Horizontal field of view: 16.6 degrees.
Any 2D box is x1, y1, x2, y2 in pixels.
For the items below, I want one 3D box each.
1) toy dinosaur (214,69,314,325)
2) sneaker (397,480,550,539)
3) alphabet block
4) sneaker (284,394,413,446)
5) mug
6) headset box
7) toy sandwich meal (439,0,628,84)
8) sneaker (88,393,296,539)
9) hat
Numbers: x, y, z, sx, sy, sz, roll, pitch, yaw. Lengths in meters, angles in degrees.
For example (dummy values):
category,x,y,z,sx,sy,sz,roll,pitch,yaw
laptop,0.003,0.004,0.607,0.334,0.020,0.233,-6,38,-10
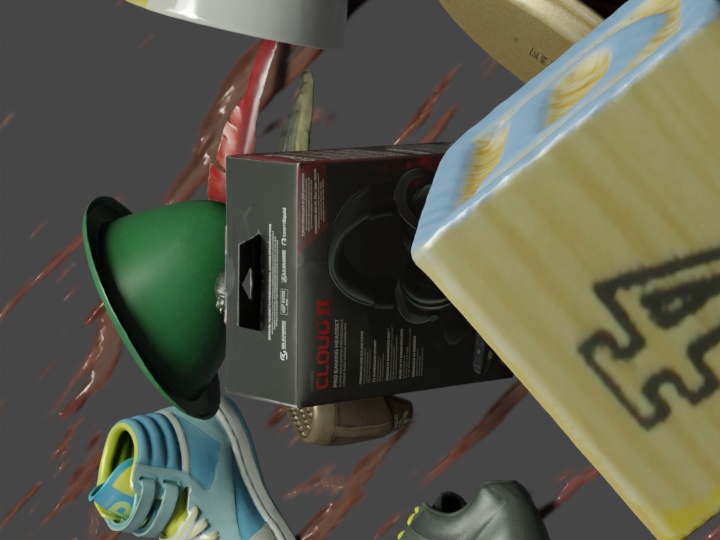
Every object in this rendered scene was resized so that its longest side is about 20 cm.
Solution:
category,x,y,z,sx,sy,sz,roll,pitch,yaw
toy dinosaur,-0.036,-0.048,1.638,0.088,0.047,0.200,7,66,28
sneaker,0.051,0.190,1.597,0.200,0.074,0.085,-24,71,38
alphabet block,0.167,-0.019,1.248,0.196,0.195,0.200,-38,100,18
sneaker,-0.022,0.047,1.664,0.200,0.075,0.071,-109,28,-47
mug,-0.085,-0.239,1.623,0.149,0.186,0.154,-103,25,-80
headset box,0.000,0.000,1.524,0.077,0.200,0.149,8,100,48
toy sandwich meal,0.130,-0.144,1.407,0.205,0.205,0.070,30,82,43
sneaker,-0.121,0.186,1.737,0.080,0.130,0.200,-44,63,41
hat,-0.079,-0.019,1.706,0.176,0.200,0.166,-27,27,13
